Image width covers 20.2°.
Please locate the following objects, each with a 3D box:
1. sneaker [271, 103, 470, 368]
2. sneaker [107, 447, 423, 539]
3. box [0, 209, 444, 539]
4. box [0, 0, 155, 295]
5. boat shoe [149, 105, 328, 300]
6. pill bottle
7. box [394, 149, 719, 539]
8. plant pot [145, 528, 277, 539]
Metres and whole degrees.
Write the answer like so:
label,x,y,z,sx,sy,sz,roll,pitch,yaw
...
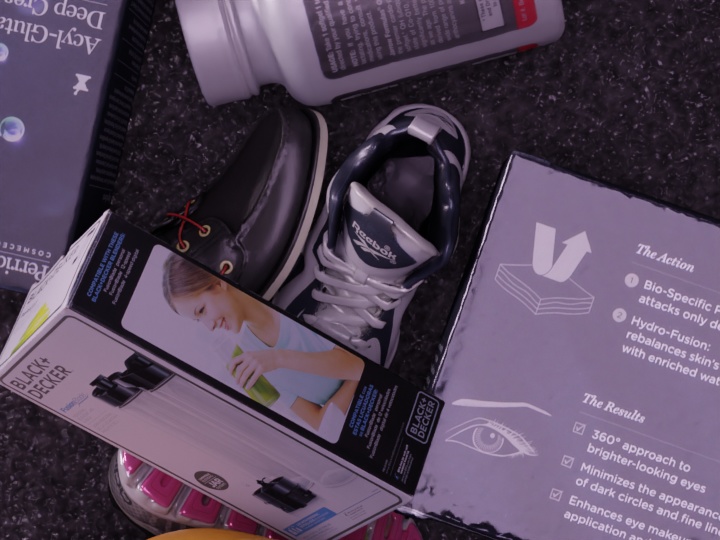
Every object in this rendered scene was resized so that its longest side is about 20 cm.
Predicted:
label,x,y,z,sx,sy,sz,roll,pitch,yaw
sneaker,0.000,0.000,1.090,0.079,0.130,0.199,32,91,4
sneaker,-0.056,0.138,1.125,0.199,0.087,0.074,25,67,-20
box,-0.073,0.060,1.020,0.200,0.117,0.060,31,58,-16
box,-0.206,-0.096,1.109,0.148,0.107,0.201,12,91,1
boat shoe,-0.083,-0.004,1.104,0.063,0.074,0.202,24,104,-30
pill bottle,0.003,-0.153,1.100,0.199,0.111,0.111,-15,89,2
box,0.139,0.060,1.091,0.196,0.117,0.201,19,91,1
plant pot,-0.113,0.225,1.049,0.200,0.183,0.201,-3,95,-37
